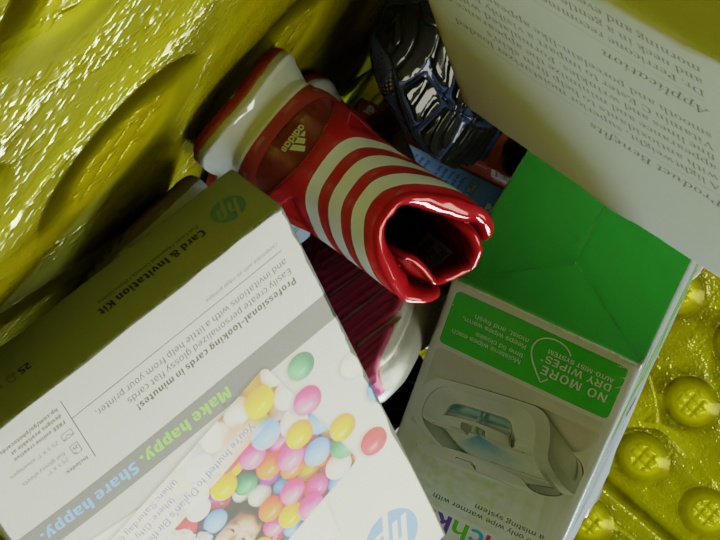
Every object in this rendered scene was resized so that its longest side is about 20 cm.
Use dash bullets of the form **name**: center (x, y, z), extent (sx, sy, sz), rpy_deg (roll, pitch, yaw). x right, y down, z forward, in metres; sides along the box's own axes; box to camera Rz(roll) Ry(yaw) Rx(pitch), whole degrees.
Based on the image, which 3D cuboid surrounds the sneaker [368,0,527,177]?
- **sneaker**: center (0.037, -0.091, 1.046), extent (0.076, 0.078, 0.200), rpy_deg (-61, 161, 0)

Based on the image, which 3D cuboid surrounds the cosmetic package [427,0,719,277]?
- **cosmetic package**: center (0.132, -0.127, 0.845), extent (0.165, 0.165, 0.200), rpy_deg (-49, 155, -11)

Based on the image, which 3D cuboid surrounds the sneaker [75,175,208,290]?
- **sneaker**: center (-0.075, 0.052, 0.932), extent (0.070, 0.108, 0.200), rpy_deg (-44, 172, -44)

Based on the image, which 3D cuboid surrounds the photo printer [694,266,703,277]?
- **photo printer**: center (0.099, -0.006, 1.309), extent (0.166, 0.070, 0.200), rpy_deg (-8, -175, 37)

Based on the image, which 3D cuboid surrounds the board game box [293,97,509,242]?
- **board game box**: center (0.000, 0.000, 1.206), extent (0.200, 0.103, 0.020), rpy_deg (-54, -164, 40)

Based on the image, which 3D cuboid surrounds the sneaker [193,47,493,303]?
- **sneaker**: center (-0.004, -0.025, 0.948), extent (0.078, 0.115, 0.200), rpy_deg (-50, 174, 6)

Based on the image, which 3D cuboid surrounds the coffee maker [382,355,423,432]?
- **coffee maker**: center (-0.076, 0.099, 1.102), extent (0.200, 0.135, 0.192), rpy_deg (-52, 173, 17)

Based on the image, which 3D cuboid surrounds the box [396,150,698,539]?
- **box**: center (0.096, 0.031, 1.062), extent (0.200, 0.096, 0.177), rpy_deg (-57, 169, -48)

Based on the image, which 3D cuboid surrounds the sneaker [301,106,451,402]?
- **sneaker**: center (0.015, 0.006, 1.043), extent (0.081, 0.088, 0.200), rpy_deg (-26, -152, 21)

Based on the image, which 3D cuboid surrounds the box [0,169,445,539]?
- **box**: center (-0.064, 0.083, 0.885), extent (0.156, 0.041, 0.201), rpy_deg (-38, 133, -15)
